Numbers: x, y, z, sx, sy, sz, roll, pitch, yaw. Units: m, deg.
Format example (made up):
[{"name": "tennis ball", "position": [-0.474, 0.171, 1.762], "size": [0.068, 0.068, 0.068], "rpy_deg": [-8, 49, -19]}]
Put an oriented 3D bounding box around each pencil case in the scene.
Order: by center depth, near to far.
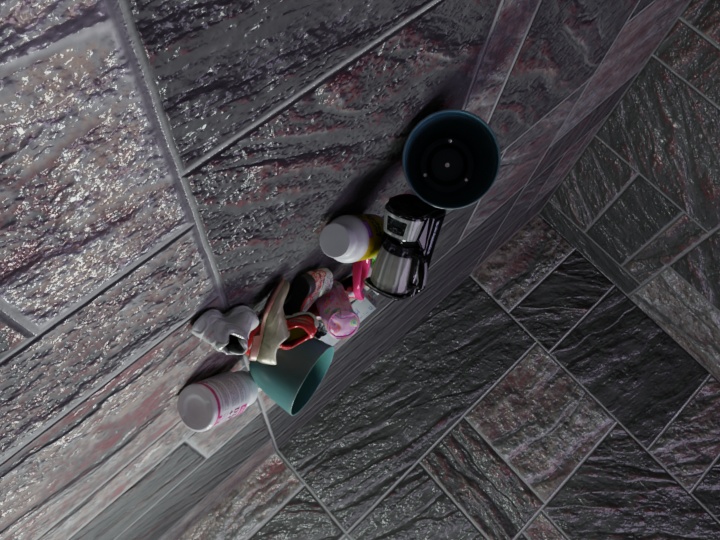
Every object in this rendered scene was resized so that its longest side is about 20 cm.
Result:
[{"name": "pencil case", "position": [-0.062, 0.091, 1.560], "size": [0.087, 0.087, 0.200], "rpy_deg": [-46, -155, 9]}]

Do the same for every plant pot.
[{"name": "plant pot", "position": [0.193, -0.236, 1.361], "size": [0.200, 0.200, 0.188], "rpy_deg": [-46, 180, 9]}, {"name": "plant pot", "position": [-0.186, 0.241, 1.606], "size": [0.201, 0.160, 0.201], "rpy_deg": [-55, 166, -20]}]

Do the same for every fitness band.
[{"name": "fitness band", "position": [0.000, 0.000, 1.628], "size": [0.200, 0.037, 0.145], "rpy_deg": [65, 35, -78]}]

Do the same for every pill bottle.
[{"name": "pill bottle", "position": [-0.012, -0.072, 1.393], "size": [0.104, 0.104, 0.200], "rpy_deg": [-50, 166, 21]}, {"name": "pill bottle", "position": [-0.345, 0.314, 1.544], "size": [0.113, 0.113, 0.200], "rpy_deg": [-49, 166, 19]}]

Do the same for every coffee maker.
[{"name": "coffee maker", "position": [0.101, -0.062, 1.384], "size": [0.192, 0.134, 0.201], "rpy_deg": [-63, 169, -64]}]

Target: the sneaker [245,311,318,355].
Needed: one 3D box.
[{"name": "sneaker", "position": [-0.194, 0.154, 1.468], "size": [0.199, 0.077, 0.085], "rpy_deg": [-22, -158, 11]}]

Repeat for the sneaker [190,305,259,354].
[{"name": "sneaker", "position": [-0.260, 0.132, 1.288], "size": [0.078, 0.099, 0.200], "rpy_deg": [-48, 166, 17]}]

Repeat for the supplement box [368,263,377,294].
[{"name": "supplement box", "position": [0.082, -0.019, 1.810], "size": [0.200, 0.109, 0.061], "rpy_deg": [-30, 160, -47]}]

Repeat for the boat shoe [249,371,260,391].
[{"name": "boat shoe", "position": [-0.254, 0.294, 1.852], "size": [0.073, 0.062, 0.200], "rpy_deg": [-47, 166, 34]}]

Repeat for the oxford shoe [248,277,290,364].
[{"name": "oxford shoe", "position": [-0.187, 0.114, 1.400], "size": [0.071, 0.073, 0.201], "rpy_deg": [-104, -147, -76]}]

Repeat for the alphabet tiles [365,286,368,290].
[{"name": "alphabet tiles", "position": [0.037, 0.010, 1.959], "size": [0.195, 0.015, 0.200], "rpy_deg": [-30, 160, -46]}]

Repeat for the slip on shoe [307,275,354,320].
[{"name": "slip on shoe", "position": [-0.080, 0.076, 1.738], "size": [0.199, 0.074, 0.062], "rpy_deg": [-30, 127, -27]}]

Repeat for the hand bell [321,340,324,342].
[{"name": "hand bell", "position": [-0.173, 0.195, 1.737], "size": [0.104, 0.104, 0.200], "rpy_deg": [-42, 142, -7]}]

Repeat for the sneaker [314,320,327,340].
[{"name": "sneaker", "position": [-0.122, 0.151, 1.845], "size": [0.080, 0.077, 0.200], "rpy_deg": [-58, -178, -36]}]

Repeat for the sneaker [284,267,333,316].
[{"name": "sneaker", "position": [-0.136, 0.075, 1.543], "size": [0.108, 0.067, 0.202], "rpy_deg": [-24, 153, -49]}]

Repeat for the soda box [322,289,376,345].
[{"name": "soda box", "position": [-0.043, 0.147, 1.947], "size": [0.200, 0.063, 0.068], "rpy_deg": [-41, -168, 13]}]

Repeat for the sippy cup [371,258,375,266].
[{"name": "sippy cup", "position": [0.116, -0.062, 1.675], "size": [0.140, 0.130, 0.179], "rpy_deg": [-45, 162, -52]}]
